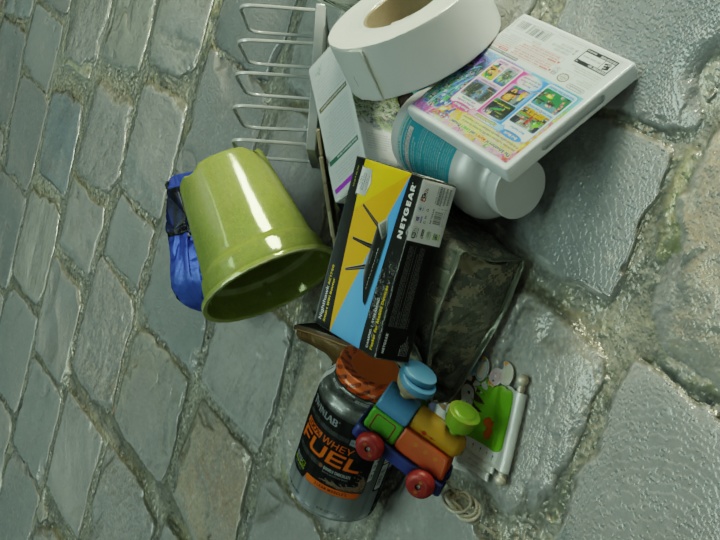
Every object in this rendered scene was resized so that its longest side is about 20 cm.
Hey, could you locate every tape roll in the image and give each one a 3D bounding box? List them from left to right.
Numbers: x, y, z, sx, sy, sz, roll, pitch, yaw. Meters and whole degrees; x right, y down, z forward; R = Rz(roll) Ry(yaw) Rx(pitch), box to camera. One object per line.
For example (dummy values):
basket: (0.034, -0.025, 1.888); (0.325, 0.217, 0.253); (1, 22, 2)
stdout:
tape roll: (0.062, -0.284, 1.370); (0.202, 0.202, 0.071); (21, 146, 55)

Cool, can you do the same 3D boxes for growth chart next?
growth chart: (0.121, 0.171, 1.362); (0.199, 0.018, 0.147); (4, 86, 55)

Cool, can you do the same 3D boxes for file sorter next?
file sorter: (-0.112, -0.259, 1.643); (0.139, 0.122, 0.204); (75, -162, -84)

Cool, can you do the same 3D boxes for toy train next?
toy train: (0.098, 0.195, 1.295); (0.199, 0.085, 0.116); (36, 120, 7)

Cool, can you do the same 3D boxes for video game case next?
video game case: (0.170, -0.192, 1.258); (0.181, 0.024, 0.200); (-39, 39, -8)

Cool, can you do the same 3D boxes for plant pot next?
plant pot: (-0.158, -0.058, 1.593); (0.200, 0.198, 0.186); (-42, 67, 43)

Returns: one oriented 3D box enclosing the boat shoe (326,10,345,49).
boat shoe: (0.003, -0.348, 1.561); (0.087, 0.074, 0.203); (-89, 24, -51)

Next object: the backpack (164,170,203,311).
backpack: (-0.204, -0.041, 1.752); (0.166, 0.161, 0.204); (-8, 75, 39)

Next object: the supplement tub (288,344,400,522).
supplement tub: (-0.009, 0.200, 1.441); (0.123, 0.121, 0.202); (50, 130, 47)

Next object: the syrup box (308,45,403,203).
syrup box: (0.001, -0.183, 1.461); (0.081, 0.078, 0.203); (-38, 55, 45)

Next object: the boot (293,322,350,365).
boot: (-0.028, 0.112, 1.553); (0.199, 0.073, 0.077); (15, 106, 53)

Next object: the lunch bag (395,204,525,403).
lunch bag: (0.078, 0.035, 1.363); (0.164, 0.116, 0.203); (46, 123, 50)

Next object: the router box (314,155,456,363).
router box: (0.024, -0.015, 1.306); (0.149, 0.050, 0.203); (25, 101, 58)

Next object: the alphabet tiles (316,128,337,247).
alphabet tiles: (-0.041, -0.104, 1.542); (0.200, 0.006, 0.169); (-90, -8, -83)

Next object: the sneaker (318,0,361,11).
sneaker: (0.008, -0.349, 1.478); (0.088, 0.197, 0.077); (-13, -56, -82)

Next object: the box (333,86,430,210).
box: (0.037, -0.151, 1.517); (0.083, 0.049, 0.202); (55, 128, 44)

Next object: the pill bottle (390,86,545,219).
pill bottle: (0.125, -0.129, 1.329); (0.200, 0.109, 0.112); (42, 118, 51)
